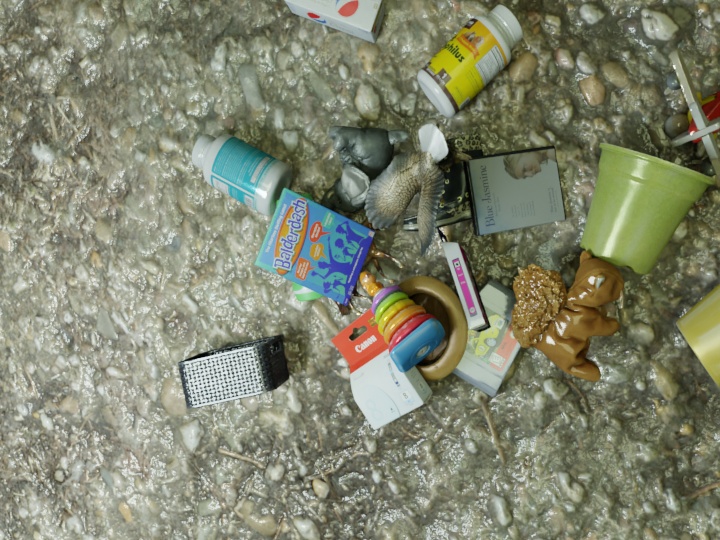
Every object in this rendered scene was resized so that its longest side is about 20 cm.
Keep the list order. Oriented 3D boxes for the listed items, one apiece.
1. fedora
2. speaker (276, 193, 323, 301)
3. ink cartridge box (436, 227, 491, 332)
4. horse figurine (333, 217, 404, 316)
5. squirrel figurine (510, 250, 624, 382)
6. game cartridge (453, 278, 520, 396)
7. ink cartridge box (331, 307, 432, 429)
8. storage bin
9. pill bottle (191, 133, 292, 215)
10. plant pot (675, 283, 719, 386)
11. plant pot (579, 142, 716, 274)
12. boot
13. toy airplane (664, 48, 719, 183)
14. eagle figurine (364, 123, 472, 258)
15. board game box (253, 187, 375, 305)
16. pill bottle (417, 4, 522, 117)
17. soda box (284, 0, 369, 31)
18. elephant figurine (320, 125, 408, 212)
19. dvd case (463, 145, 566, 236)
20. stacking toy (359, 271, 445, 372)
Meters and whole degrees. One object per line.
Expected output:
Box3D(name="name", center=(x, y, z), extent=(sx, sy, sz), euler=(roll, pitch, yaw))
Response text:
Box3D(name="fedora", center=(0.131, 0.109, 1.089), extent=(0.194, 0.081, 0.209), euler=(5, 101, 26))
Box3D(name="speaker", center=(-0.115, -0.047, 1.124), extent=(0.085, 0.088, 0.208), euler=(-11, 96, 9))
Box3D(name="ink cartridge box", center=(0.197, 0.014, 1.055), extent=(0.036, 0.094, 0.206), euler=(-22, 74, 15))
Box3D(name="horse figurine", center=(0.000, 0.000, 1.129), extent=(0.133, 0.050, 0.201), euler=(46, 103, 15))
Box3D(name="squirrel figurine", center=(0.368, 0.061, 0.986), extent=(0.193, 0.143, 0.191), euler=(16, 123, 0))
Box3D(name="game cartridge", center=(0.255, 0.130, 1.103), extent=(0.130, 0.041, 0.205), euler=(28, 96, 11))
Box3D(name="ink cartridge box", center=(0.028, 0.198, 1.097), extent=(0.202, 0.047, 0.159), euler=(54, 132, 3))
Box3D(name="storage bin", center=(-0.257, 0.206, 1.136), extent=(0.193, 0.135, 0.097), euler=(-12, 90, 9))
Box3D(name="pill bottle", center=(-0.245, -0.204, 1.134), extent=(0.195, 0.111, 0.114), euler=(28, 96, 7))
Box3D(name="plant pot", center=(0.675, 0.099, 0.964), extent=(0.187, 0.200, 0.204), euler=(-38, 86, 24))
Box3D(name="plant pot", center=(0.490, -0.105, 0.992), extent=(0.194, 0.200, 0.190), euler=(21, 106, 8))
Box3D(name="boot", center=(0.165, -0.169, 1.086), extent=(0.196, 0.073, 0.159), euler=(-15, 92, 1))
Box3D(name="toy airplane", center=(0.602, -0.263, 0.981), extent=(0.193, 0.140, 0.208), euler=(16, 80, -24))
Box3D(name="eagle figurine", center=(0.110, -0.147, 0.995), extent=(0.150, 0.151, 0.202), euler=(39, 85, -15))
Box3D(name="board game box", center=(-0.087, -0.044, 1.061), extent=(0.195, 0.045, 0.157), euler=(23, 88, -13))
Box3D(name="pill bottle", center=(0.210, -0.401, 1.054), extent=(0.199, 0.109, 0.110), euler=(-42, 86, 8))
Box3D(name="soda box", center=(-0.051, -0.534, 1.116), extent=(0.194, 0.064, 0.070), euler=(23, 95, 7))
Box3D(name="elephant figurine", center=(-0.003, -0.178, 1.101), extent=(0.137, 0.154, 0.208), euler=(-2, 104, -24))
Box3D(name="dvd case", center=(0.297, -0.154, 1.059), extent=(0.193, 0.018, 0.148), euler=(-10, 91, -13))
Box3D(name="stacking toy", center=(0.059, 0.074, 1.028), extent=(0.109, 0.117, 0.201), euler=(-36, 60, -3))
